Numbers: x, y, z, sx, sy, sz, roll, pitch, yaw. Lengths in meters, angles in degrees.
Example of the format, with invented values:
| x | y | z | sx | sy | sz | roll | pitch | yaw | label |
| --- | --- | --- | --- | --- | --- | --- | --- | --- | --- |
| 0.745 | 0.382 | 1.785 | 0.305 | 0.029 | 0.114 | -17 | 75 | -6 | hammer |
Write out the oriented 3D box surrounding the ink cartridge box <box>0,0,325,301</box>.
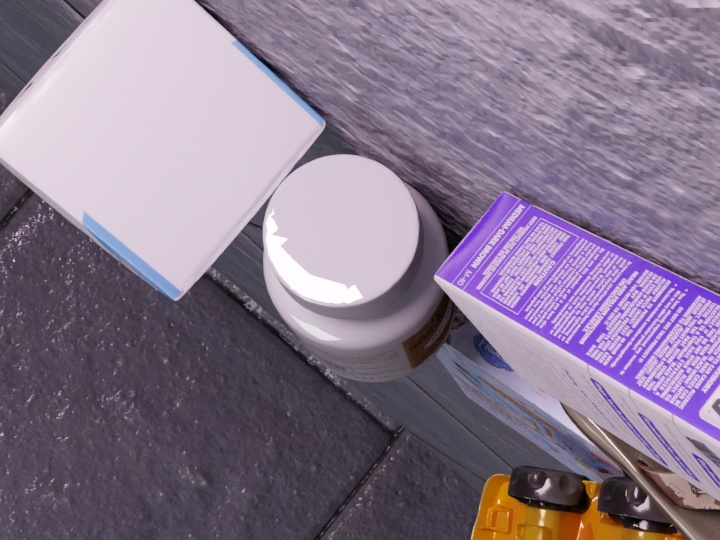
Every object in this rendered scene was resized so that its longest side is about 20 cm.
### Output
| x | y | z | sx | sy | sz | roll | pitch | yaw | label |
| --- | --- | --- | --- | --- | --- | --- | --- | --- | --- |
| -0.144 | -0.089 | 0.863 | 0.147 | 0.146 | 0.200 | 41 | 173 | -16 | ink cartridge box |

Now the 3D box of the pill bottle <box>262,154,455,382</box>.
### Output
| x | y | z | sx | sy | sz | roll | pitch | yaw | label |
| --- | --- | --- | --- | --- | --- | --- | --- | --- | --- |
| 0.000 | 0.000 | 0.826 | 0.114 | 0.114 | 0.200 | 37 | 173 | 13 | pill bottle |

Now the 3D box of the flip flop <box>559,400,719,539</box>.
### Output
| x | y | z | sx | sy | sz | roll | pitch | yaw | label |
| --- | --- | --- | --- | --- | --- | --- | --- | --- | --- |
| 0.188 | 0.096 | 0.696 | 0.200 | 0.081 | 0.058 | 42 | 160 | 17 | flip flop |

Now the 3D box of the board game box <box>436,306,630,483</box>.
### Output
| x | y | z | sx | sy | sz | roll | pitch | yaw | label |
| --- | --- | --- | --- | --- | --- | --- | --- | --- | --- |
| 0.147 | 0.107 | 1.045 | 0.200 | 0.041 | 0.200 | 35 | 171 | 28 | board game box |

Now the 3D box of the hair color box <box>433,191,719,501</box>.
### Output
| x | y | z | sx | sy | sz | roll | pitch | yaw | label |
| --- | --- | --- | --- | --- | --- | --- | --- | --- | --- |
| 0.138 | 0.045 | 0.625 | 0.200 | 0.065 | 0.109 | 34 | 171 | 46 | hair color box |

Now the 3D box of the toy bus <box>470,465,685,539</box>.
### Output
| x | y | z | sx | sy | sz | roll | pitch | yaw | label |
| --- | --- | --- | --- | --- | --- | --- | --- | --- | --- |
| 0.207 | 0.220 | 0.969 | 0.192 | 0.136 | 0.200 | 12 | 172 | -43 | toy bus |
